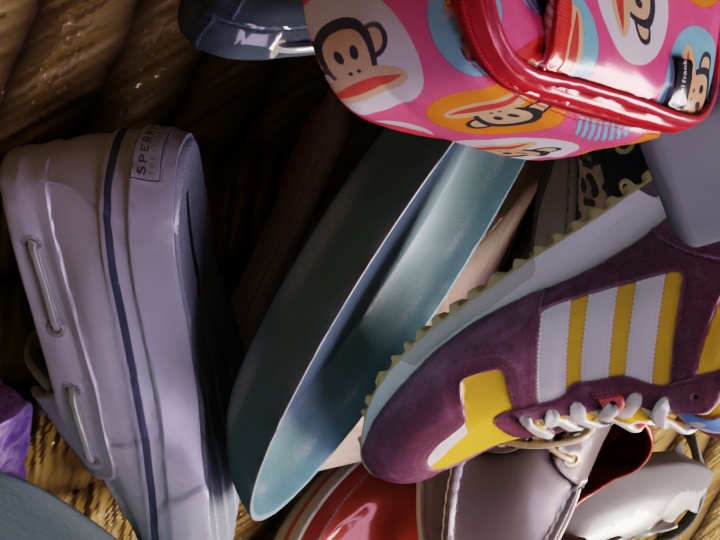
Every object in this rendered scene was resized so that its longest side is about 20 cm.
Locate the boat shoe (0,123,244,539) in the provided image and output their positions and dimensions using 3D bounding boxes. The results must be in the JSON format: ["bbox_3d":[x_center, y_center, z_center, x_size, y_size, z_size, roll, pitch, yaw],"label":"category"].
[{"bbox_3d":[-0.080,0.028,1.015,0.074,0.067,0.200,-75,166,-49],"label":"boat shoe"}]

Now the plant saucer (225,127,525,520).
[{"bbox_3d":[0.009,-0.004,1.033,0.200,0.027,0.200,-56,171,-13],"label":"plant saucer"}]

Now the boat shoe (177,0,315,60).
[{"bbox_3d":[0.004,-0.103,0.973,0.062,0.075,0.200,-57,169,23],"label":"boat shoe"}]

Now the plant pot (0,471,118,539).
[{"bbox_3d":[-0.103,0.183,0.979,0.197,0.196,0.200,-59,163,11],"label":"plant pot"}]

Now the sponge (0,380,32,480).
[{"bbox_3d":[-0.171,0.133,1.039,0.111,0.030,0.200,-30,144,-39],"label":"sponge"}]

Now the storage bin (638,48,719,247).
[{"bbox_3d":[0.144,-0.103,1.013,0.134,0.200,0.146,-20,143,7],"label":"storage bin"}]

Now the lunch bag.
[{"bbox_3d":[0.034,-0.138,0.881,0.176,0.082,0.201,9,74,-55],"label":"lunch bag"}]

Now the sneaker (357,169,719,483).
[{"bbox_3d":[0.091,0.033,1.070,0.200,0.090,0.075,-38,163,16],"label":"sneaker"}]

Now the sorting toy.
[{"bbox_3d":[0.000,0.000,1.151,0.200,0.036,0.185,-13,134,-58],"label":"sorting toy"}]

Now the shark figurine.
[{"bbox_3d":[0.107,0.091,1.385,0.214,0.090,0.128,-17,171,-38],"label":"shark figurine"}]

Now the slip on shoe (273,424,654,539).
[{"bbox_3d":[0.042,0.098,1.276,0.200,0.061,0.074,-28,129,-24],"label":"slip on shoe"}]

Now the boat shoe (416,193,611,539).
[{"bbox_3d":[0.075,0.046,1.224,0.060,0.072,0.200,-175,-75,-81],"label":"boat shoe"}]

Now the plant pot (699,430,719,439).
[{"bbox_3d":[0.229,0.014,1.234,0.200,0.179,0.201,-7,99,-52],"label":"plant pot"}]

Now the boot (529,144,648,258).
[{"bbox_3d":[0.146,-0.059,1.126,0.073,0.150,0.201,2,97,-58],"label":"boot"}]
